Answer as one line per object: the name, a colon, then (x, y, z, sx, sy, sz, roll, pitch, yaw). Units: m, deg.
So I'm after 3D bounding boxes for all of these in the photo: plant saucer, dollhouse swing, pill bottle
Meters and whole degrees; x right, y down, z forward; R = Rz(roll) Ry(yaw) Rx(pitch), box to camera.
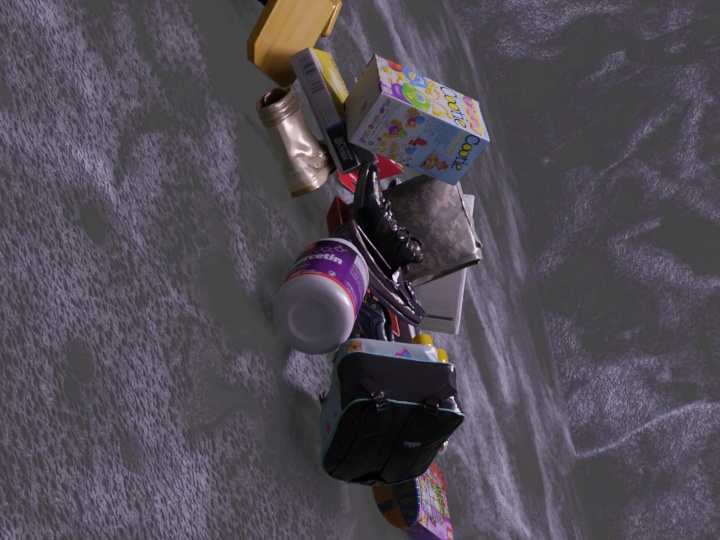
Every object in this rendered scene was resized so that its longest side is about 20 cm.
plant saucer: (0.000, 0.000, 1.830, 0.200, 0.036, 0.203, 37, 38, -61)
dollhouse swing: (-0.147, -0.428, 1.727, 0.182, 0.176, 0.200, 45, 6, 19)
pill bottle: (-0.050, 0.027, 1.507, 0.200, 0.111, 0.114, -69, 138, -66)

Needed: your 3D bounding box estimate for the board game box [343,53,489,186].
board game box: (0.086, -0.232, 1.688, 0.198, 0.105, 0.104, 20, 38, -24)

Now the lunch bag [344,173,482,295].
lunch bag: (0.095, -0.064, 1.795, 0.117, 0.197, 0.167, 4, 67, -71)

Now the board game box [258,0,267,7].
board game box: (-0.185, -0.509, 1.763, 0.200, 0.038, 0.161, 19, 66, -71)

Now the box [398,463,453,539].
box: (0.094, 0.362, 1.745, 0.200, 0.039, 0.139, 48, 29, -54)

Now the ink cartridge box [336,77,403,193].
ink cartridge box: (0.007, -0.235, 2.017, 0.200, 0.083, 0.178, 26, 48, -68)

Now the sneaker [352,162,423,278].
sneaker: (0.045, -0.070, 1.700, 0.076, 0.112, 0.203, -45, 134, -71)

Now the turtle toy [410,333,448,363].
turtle toy: (0.106, 0.206, 1.840, 0.200, 0.100, 0.148, 45, 31, -58)

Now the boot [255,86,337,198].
boot: (-0.097, -0.214, 1.688, 0.157, 0.072, 0.200, 65, 20, -16)

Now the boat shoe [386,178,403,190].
boat shoe: (0.062, -0.126, 2.124, 0.068, 0.072, 0.201, 40, 34, -8)

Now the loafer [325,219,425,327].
loafer: (0.033, 0.005, 1.639, 0.199, 0.063, 0.072, 41, 11, -16)

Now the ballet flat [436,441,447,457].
ballet flat: (0.065, 0.211, 1.693, 0.200, 0.075, 0.064, 51, -2, 43)

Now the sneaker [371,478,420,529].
sneaker: (0.049, 0.282, 1.627, 0.088, 0.074, 0.203, -12, 85, -74)

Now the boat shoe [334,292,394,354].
boat shoe: (-0.008, 0.048, 1.657, 0.071, 0.090, 0.203, 6, 67, -72)

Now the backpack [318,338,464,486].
backpack: (0.029, 0.193, 1.447, 0.155, 0.173, 0.202, -103, -156, -47)

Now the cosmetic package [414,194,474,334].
cosmetic package: (0.142, -0.021, 2.040, 0.200, 0.121, 0.203, -72, 169, -64)

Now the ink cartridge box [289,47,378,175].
ink cartridge box: (-0.034, -0.258, 1.758, 0.200, 0.046, 0.200, 65, 17, -2)

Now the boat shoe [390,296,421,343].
boat shoe: (0.075, 0.072, 1.929, 0.068, 0.073, 0.202, 27, 47, -61)
